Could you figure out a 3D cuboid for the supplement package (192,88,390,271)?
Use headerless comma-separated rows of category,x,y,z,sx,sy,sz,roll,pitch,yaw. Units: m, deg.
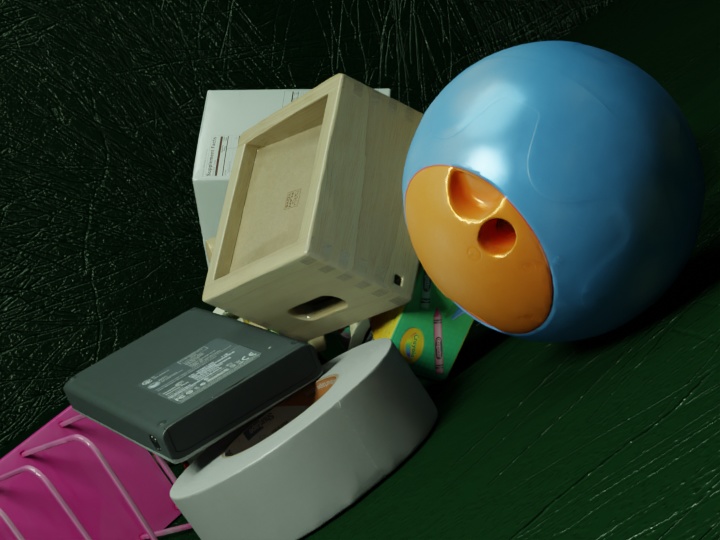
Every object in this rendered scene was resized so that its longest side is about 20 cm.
supplement package,-0.065,-0.081,1.715,0.200,0.191,0.147,0,47,4

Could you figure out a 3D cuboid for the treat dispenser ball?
treat dispenser ball,0.128,-0.052,1.059,0.201,0.201,0.201,-34,6,4

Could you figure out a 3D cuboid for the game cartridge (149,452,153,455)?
game cartridge,-0.178,0.122,1.541,0.133,0.041,0.200,-39,13,-9

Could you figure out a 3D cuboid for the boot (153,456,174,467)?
boot,-0.194,0.180,1.679,0.097,0.075,0.200,-51,-2,25

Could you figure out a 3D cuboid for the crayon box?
crayon box,0.070,-0.026,1.253,0.119,0.058,0.200,-104,35,-64

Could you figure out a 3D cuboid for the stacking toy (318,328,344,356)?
stacking toy,-0.065,0.068,1.733,0.085,0.085,0.200,-38,12,-30

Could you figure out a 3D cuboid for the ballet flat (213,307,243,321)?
ballet flat,-0.096,0.037,1.666,0.200,0.072,0.072,-32,7,13

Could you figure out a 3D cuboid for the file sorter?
file sorter,-0.227,0.196,1.328,0.200,0.139,0.125,-40,10,-38

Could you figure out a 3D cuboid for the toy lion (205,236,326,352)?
toy lion,-0.084,0.064,1.533,0.069,0.192,0.200,-21,45,-10

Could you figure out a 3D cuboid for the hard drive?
hard drive,-0.138,0.085,1.258,0.140,0.033,0.200,-31,22,-24

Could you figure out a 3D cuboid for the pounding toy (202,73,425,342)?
pounding toy,-0.024,-0.045,1.283,0.200,0.142,0.184,-23,49,52

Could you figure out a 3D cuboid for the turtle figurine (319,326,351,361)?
turtle figurine,0.033,0.011,1.546,0.150,0.101,0.200,-38,16,40

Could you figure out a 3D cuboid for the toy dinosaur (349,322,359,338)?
toy dinosaur,0.000,0.000,1.459,0.088,0.047,0.200,7,59,23

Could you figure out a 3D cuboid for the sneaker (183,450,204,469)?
sneaker,-0.143,0.144,1.592,0.108,0.067,0.201,-32,9,-1

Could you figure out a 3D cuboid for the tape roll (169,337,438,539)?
tape roll,-0.042,0.133,1.173,0.200,0.066,0.200,-34,7,5

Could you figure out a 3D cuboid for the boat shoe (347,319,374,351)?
boat shoe,0.060,0.049,1.406,0.063,0.073,0.200,18,27,23
